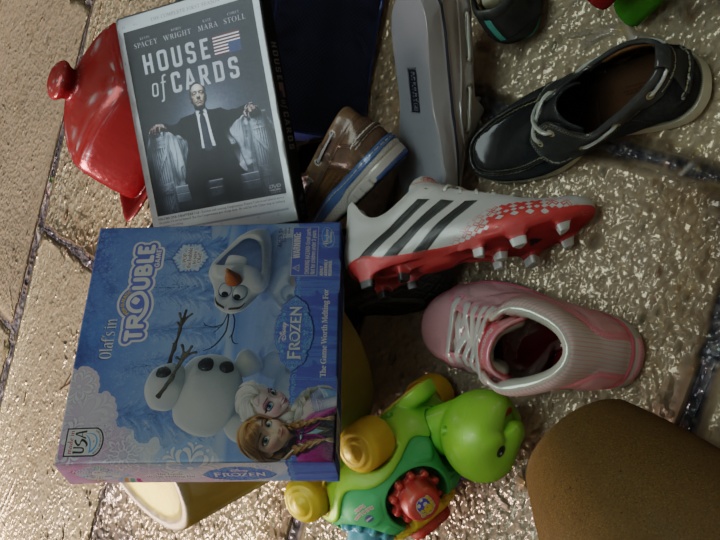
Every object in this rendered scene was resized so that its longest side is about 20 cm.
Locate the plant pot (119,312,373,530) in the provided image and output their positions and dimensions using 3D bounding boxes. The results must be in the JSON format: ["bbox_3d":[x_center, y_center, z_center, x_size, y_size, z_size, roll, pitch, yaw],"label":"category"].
[{"bbox_3d":[-0.120,0.110,0.808,0.200,0.188,0.202,30,139,30],"label":"plant pot"}]

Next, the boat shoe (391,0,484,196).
[{"bbox_3d":[0.069,-0.132,0.784,0.072,0.065,0.202,17,118,58],"label":"boat shoe"}]

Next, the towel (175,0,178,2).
[{"bbox_3d":[-0.154,-0.184,0.949,0.034,0.193,0.203,12,91,7],"label":"towel"}]

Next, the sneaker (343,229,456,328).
[{"bbox_3d":[0.000,0.000,0.838,0.199,0.075,0.092,-18,67,41],"label":"sneaker"}]

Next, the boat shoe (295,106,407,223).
[{"bbox_3d":[-0.030,-0.083,0.839,0.072,0.072,0.200,48,143,-2],"label":"boat shoe"}]

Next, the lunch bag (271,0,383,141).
[{"bbox_3d":[-0.074,-0.210,0.889,0.132,0.135,0.203,16,98,45],"label":"lunch bag"}]

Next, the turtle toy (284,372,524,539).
[{"bbox_3d":[0.042,0.151,0.743,0.101,0.145,0.200,51,123,11],"label":"turtle toy"}]

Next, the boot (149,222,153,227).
[{"bbox_3d":[-0.225,0.046,0.946,0.075,0.096,0.202,-134,42,-61],"label":"boot"}]

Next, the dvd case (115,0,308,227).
[{"bbox_3d":[-0.130,-0.132,0.815,0.149,0.025,0.203,-8,96,25],"label":"dvd case"}]

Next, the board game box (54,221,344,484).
[{"bbox_3d":[-0.112,0.058,0.711,0.196,0.044,0.202,-2,57,3],"label":"board game box"}]

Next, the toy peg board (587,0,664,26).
[{"bbox_3d":[0.148,-0.266,0.643,0.098,0.197,0.202,-43,56,51],"label":"toy peg board"}]

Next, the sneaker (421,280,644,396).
[{"bbox_3d":[0.100,0.047,0.707,0.199,0.104,0.076,9,93,46],"label":"sneaker"}]

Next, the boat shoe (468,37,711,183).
[{"bbox_3d":[0.153,-0.118,0.700,0.199,0.067,0.073,-18,74,44],"label":"boat shoe"}]

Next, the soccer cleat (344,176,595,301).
[{"bbox_3d":[0.078,-0.039,0.728,0.198,0.069,0.086,-16,69,17],"label":"soccer cleat"}]

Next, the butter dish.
[{"bbox_3d":[-0.282,-0.194,1.073,0.200,0.147,0.201,-50,41,31],"label":"butter dish"}]

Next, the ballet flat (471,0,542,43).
[{"bbox_3d":[0.114,-0.285,0.756,0.068,0.068,0.203,-10,78,43],"label":"ballet flat"}]

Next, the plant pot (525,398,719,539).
[{"bbox_3d":[0.188,0.176,0.568,0.188,0.185,0.200,-60,37,21],"label":"plant pot"}]
